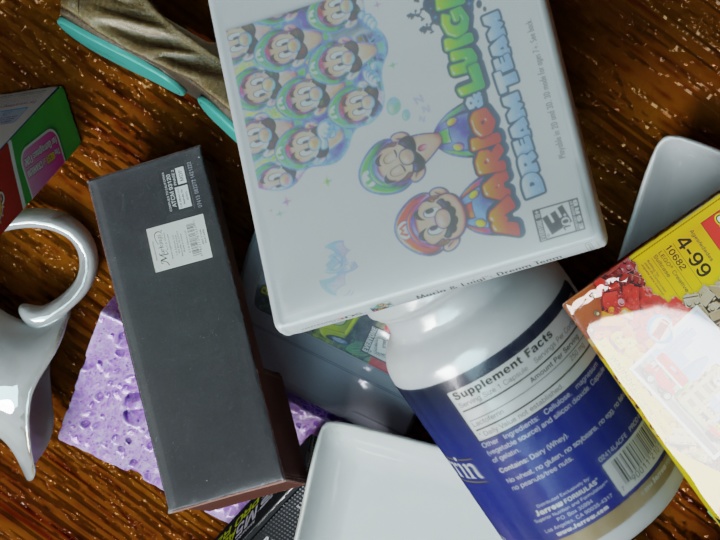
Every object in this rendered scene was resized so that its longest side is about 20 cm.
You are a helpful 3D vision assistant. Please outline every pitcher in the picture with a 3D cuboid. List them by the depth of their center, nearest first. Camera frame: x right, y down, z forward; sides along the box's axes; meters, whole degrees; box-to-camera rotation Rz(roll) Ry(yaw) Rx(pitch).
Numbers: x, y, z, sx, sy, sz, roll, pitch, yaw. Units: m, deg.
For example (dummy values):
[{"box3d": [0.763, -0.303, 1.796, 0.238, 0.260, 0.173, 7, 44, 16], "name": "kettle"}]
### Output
[{"box3d": [-0.272, 0.022, 1.566, 0.199, 0.121, 0.172, 18, 103, -4], "name": "pitcher"}]

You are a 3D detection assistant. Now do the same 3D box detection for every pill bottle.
[{"box3d": [0.085, 0.059, 1.411, 0.116, 0.116, 0.200, -26, 107, 30], "name": "pill bottle"}]

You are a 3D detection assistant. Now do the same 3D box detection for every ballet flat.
[{"box3d": [-0.078, -0.116, 1.430, 0.200, 0.068, 0.072, 35, 87, 13], "name": "ballet flat"}]

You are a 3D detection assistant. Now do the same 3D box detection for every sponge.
[{"box3d": [-0.084, 0.103, 1.585, 0.199, 0.030, 0.112, 26, 125, 4], "name": "sponge"}]

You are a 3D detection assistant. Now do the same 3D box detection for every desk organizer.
[{"box3d": [-0.093, 0.037, 1.480, 0.071, 0.077, 0.201, -17, 80, 10], "name": "desk organizer"}]

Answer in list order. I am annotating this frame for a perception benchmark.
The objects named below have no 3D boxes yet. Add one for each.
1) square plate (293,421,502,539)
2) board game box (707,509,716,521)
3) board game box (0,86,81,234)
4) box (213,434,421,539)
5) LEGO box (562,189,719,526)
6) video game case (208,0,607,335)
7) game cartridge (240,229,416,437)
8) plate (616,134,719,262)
[{"box3d": [0.047, 0.197, 1.518, 0.197, 0.028, 0.201, 12, 105, -10], "name": "square plate"}, {"box3d": [0.314, 0.168, 1.446, 0.135, 0.034, 0.200, -36, 104, 33], "name": "board game box"}, {"box3d": [-0.270, -0.039, 1.467, 0.152, 0.200, 0.040, -6, 116, 23], "name": "board game box"}, {"box3d": [0.002, 0.213, 1.582, 0.200, 0.044, 0.160, 34, 121, -16], "name": "box"}, {"box3d": [0.231, 0.051, 1.352, 0.149, 0.077, 0.200, -37, 88, 32], "name": "LEGO box"}, {"box3d": [0.022, -0.083, 1.351, 0.181, 0.024, 0.201, -16, 73, 11], "name": "video game case"}, {"box3d": [0.000, 0.000, 1.494, 0.133, 0.041, 0.200, 27, 124, 8], "name": "game cartridge"}, {"box3d": [0.236, 0.032, 1.431, 0.199, 0.032, 0.201, 20, 123, 6], "name": "plate"}]
